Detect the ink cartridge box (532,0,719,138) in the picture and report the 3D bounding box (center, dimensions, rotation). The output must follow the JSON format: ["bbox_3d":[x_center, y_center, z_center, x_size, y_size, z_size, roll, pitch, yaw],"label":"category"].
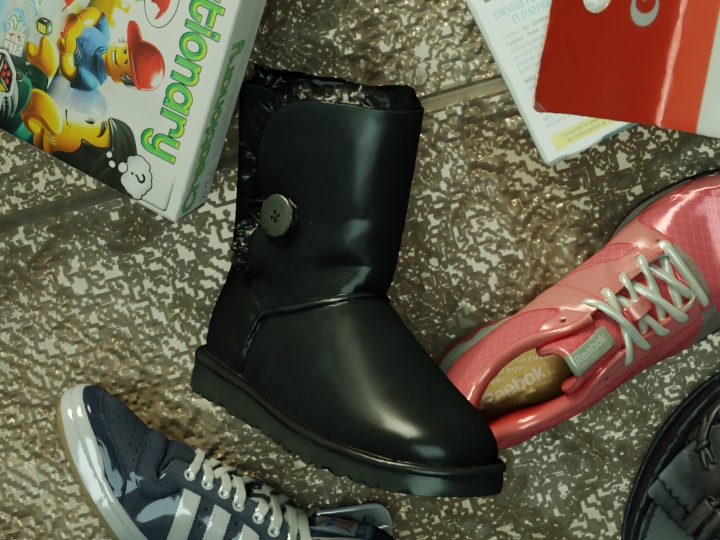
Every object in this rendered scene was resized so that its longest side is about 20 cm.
[{"bbox_3d":[0.187,-0.135,1.060,0.200,0.050,0.162,5,100,-26],"label":"ink cartridge box"}]

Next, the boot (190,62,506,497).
[{"bbox_3d":[0.000,0.000,1.083,0.076,0.200,0.168,0,106,-40],"label":"boot"}]

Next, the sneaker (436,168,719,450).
[{"bbox_3d":[0.120,0.029,1.112,0.200,0.087,0.074,-37,95,9],"label":"sneaker"}]

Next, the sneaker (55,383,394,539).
[{"bbox_3d":[-0.055,0.119,1.149,0.108,0.070,0.200,-31,102,14],"label":"sneaker"}]

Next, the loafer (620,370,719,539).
[{"bbox_3d":[0.193,0.076,1.125,0.072,0.063,0.200,38,100,-1],"label":"loafer"}]

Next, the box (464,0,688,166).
[{"bbox_3d":[0.080,-0.156,1.105,0.082,0.049,0.200,-25,96,7],"label":"box"}]

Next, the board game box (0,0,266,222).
[{"bbox_3d":[-0.105,-0.136,1.087,0.126,0.035,0.200,27,121,15],"label":"board game box"}]
